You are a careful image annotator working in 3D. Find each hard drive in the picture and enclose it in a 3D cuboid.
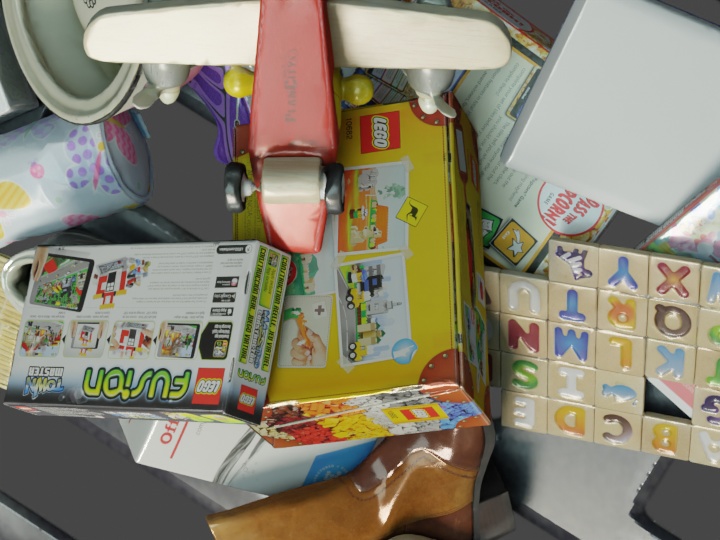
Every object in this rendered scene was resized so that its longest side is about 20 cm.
[{"bbox_3d":[0.206,-0.093,1.380,0.199,0.025,0.132,20,111,-15],"label":"hard drive"}]

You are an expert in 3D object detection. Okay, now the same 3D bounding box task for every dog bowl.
[{"bbox_3d":[-0.163,-0.199,1.440,0.200,0.074,0.201,15,110,51],"label":"dog bowl"}]

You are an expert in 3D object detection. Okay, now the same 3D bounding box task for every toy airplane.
[{"bbox_3d":[-0.039,-0.138,1.321,0.200,0.141,0.199,45,102,-5],"label":"toy airplane"}]

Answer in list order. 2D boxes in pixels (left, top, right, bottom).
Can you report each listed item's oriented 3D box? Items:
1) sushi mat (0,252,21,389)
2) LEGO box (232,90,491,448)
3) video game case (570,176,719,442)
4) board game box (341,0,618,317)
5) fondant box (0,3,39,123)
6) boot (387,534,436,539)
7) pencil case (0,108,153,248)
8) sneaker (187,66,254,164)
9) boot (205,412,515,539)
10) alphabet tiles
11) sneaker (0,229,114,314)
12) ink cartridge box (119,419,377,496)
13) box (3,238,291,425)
[{"bbox_3d":[-0.334,0.008,1.600,0.199,0.012,0.096,22,105,10],"label":"sushi mat"},{"bbox_3d":[0.000,0.000,1.376,0.148,0.077,0.201,-7,68,15],"label":"LEGO box"},{"bbox_3d":[0.252,0.012,1.393,0.143,0.017,0.200,41,124,-10],"label":"video game case"},{"bbox_3d":[0.087,-0.089,1.449,0.200,0.046,0.152,37,107,6],"label":"board game box"},{"bbox_3d":[-0.348,-0.147,1.546,0.199,0.058,0.145,-21,91,15],"label":"fondant box"},{"bbox_3d":[0.079,0.273,1.434,0.072,0.144,0.200,-39,111,15],"label":"boot"},{"bbox_3d":[-0.244,-0.059,1.522,0.199,0.091,0.083,-17,105,17],"label":"pencil case"},{"bbox_3d":[-0.099,-0.165,1.474,0.083,0.081,0.201,-12,94,29],"label":"sneaker"},{"bbox_3d":[-0.009,0.134,1.454,0.199,0.069,0.189,-18,128,-6],"label":"boot"},{"bbox_3d":[0.157,0.051,1.434,0.199,0.008,0.168,10,129,16],"label":"alphabet tiles"},{"bbox_3d":[-0.150,0.027,1.500,0.199,0.116,0.074,14,102,12],"label":"sneaker"},{"bbox_3d":[-0.085,0.082,1.465,0.199,0.067,0.116,16,108,-24],"label":"ink cartridge box"},{"bbox_3d":[-0.138,0.038,1.370,0.199,0.035,0.111,0,74,40],"label":"box"}]
